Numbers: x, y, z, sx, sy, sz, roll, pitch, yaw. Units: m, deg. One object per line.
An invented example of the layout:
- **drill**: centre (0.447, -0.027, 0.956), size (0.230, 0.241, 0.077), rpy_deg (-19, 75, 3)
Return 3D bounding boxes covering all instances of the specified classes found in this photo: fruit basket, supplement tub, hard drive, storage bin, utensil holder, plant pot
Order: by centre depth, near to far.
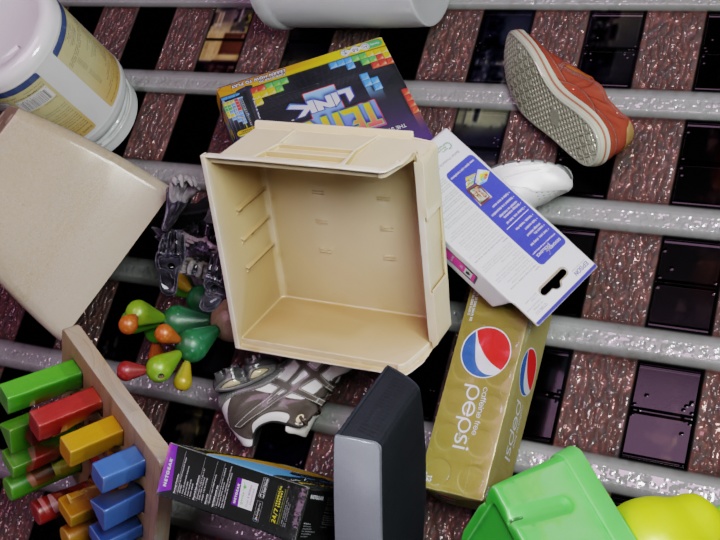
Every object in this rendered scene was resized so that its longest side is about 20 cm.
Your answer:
- **fruit basket**: centre (0.206, 0.252, 0.929), size (0.216, 0.213, 0.157), rpy_deg (53, 134, 33)
- **hard drive**: centre (0.019, 0.199, 0.961), size (0.042, 0.203, 0.135), rpy_deg (8, 25, 20)
- **storage bin**: centre (-0.026, -0.023, 1.039), size (0.196, 0.203, 0.094), rpy_deg (8, 31, 26)
- **plant pot**: centre (-0.353, -0.072, 1.248), size (0.201, 0.176, 0.200), rpy_deg (-54, 24, -6)
- **utensil holder**: centre (-0.009, -0.356, 1.275), size (0.197, 0.170, 0.172), rpy_deg (7, 70, 24)
- **supplement tub**: centre (-0.373, -0.233, 1.365), size (0.142, 0.200, 0.147), rpy_deg (-10, 63, 20)

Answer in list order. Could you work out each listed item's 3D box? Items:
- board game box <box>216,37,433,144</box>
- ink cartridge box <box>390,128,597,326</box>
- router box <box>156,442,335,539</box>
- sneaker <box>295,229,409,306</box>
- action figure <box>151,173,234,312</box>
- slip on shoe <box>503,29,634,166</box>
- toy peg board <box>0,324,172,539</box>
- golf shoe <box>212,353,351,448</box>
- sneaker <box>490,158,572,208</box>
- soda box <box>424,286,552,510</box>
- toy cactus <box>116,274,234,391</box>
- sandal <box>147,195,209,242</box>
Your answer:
- **board game box**: centre (-0.038, -0.151, 1.217), size (0.197, 0.057, 0.167), rpy_deg (-20, 57, -10)
- **ink cartridge box**: centre (0.118, -0.038, 1.061), size (0.200, 0.037, 0.094), rpy_deg (43, 63, 15)
- **router box**: centre (-0.067, 0.206, 1.020), size (0.147, 0.200, 0.052), rpy_deg (12, 81, 28)
- **sneaker**: centre (-0.001, 0.000, 1.146), size (0.197, 0.095, 0.070), rpy_deg (-13, 17, 34)
- **action figure**: centre (-0.158, -0.032, 1.164), size (0.103, 0.117, 0.200), rpy_deg (-64, 11, 14)
- **slip on shoe**: centre (0.208, -0.180, 1.158), size (0.060, 0.075, 0.201), rpy_deg (-16, 47, -23)
- **toy peg board**: centre (-0.278, 0.201, 1.115), size (0.097, 0.202, 0.199), rpy_deg (-20, 49, -33)
- **golf shoe**: centre (-0.048, 0.114, 1.142), size (0.197, 0.078, 0.096), rpy_deg (-21, 84, 11)
- **sneaker**: centre (0.125, -0.050, 1.138), size (0.198, 0.074, 0.088), rpy_deg (-22, 72, 22)
- **soda box**: centre (0.119, 0.119, 1.056), size (0.067, 0.064, 0.203), rpy_deg (7, 71, 28)
- **toy cactus**: centre (-0.170, 0.063, 1.177), size (0.162, 0.200, 0.104), rpy_deg (-3, 106, 2)
- **sandal**: centre (-0.150, -0.064, 1.263), size (0.197, 0.076, 0.048), rpy_deg (1, 49, 25)
